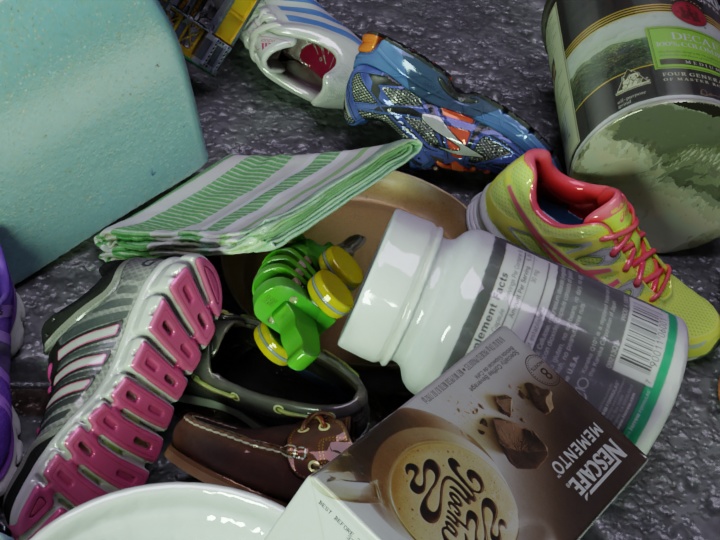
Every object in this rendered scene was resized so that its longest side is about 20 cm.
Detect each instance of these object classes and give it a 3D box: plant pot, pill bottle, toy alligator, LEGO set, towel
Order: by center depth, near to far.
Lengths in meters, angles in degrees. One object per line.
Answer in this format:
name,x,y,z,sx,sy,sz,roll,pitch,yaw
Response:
pill bottle,0.094,0.043,0.936,0.199,0.113,0.113,24,45,-1
toy alligator,-0.036,0.002,0.936,0.054,0.059,0.200,46,21,-11
towel,-0.076,-0.050,1.013,0.199,0.023,0.152,-2,26,49
plant pot,-0.242,-0.152,1.029,0.196,0.201,0.196,-35,58,-29
plant pot,0.000,0.000,1.051,0.199,0.028,0.201,5,45,-5
LEGO set,-0.164,-0.251,1.172,0.200,0.116,0.154,34,3,43

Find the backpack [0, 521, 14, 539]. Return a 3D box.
backpack,-0.278,0.151,0.772,0.199,0.163,0.155,3,66,-5

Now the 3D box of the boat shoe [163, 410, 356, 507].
boat shoe,-0.016,0.120,0.884,0.199,0.071,0.070,21,5,5

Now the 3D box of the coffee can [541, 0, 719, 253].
coffee can,0.220,-0.134,1.135,0.145,0.147,0.201,4,45,-5

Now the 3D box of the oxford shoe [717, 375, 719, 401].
oxford shoe,0.295,0.018,1.044,0.071,0.073,0.201,12,44,4

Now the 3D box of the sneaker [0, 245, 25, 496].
sneaker,-0.249,0.057,0.914,0.080,0.084,0.201,-1,46,-10

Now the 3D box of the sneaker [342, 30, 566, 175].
sneaker,0.073,-0.103,1.142,0.199,0.079,0.075,33,11,6

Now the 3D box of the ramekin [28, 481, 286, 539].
ramekin,-0.093,0.218,0.760,0.199,0.105,0.201,5,45,-5

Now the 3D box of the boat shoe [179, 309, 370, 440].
boat shoe,-0.082,0.056,0.956,0.200,0.061,0.072,25,47,16

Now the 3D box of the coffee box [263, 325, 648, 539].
coffee box,0.052,0.124,0.771,0.113,0.080,0.200,43,37,13

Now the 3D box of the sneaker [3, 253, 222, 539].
sneaker,-0.162,0.073,0.903,0.087,0.074,0.201,13,67,38

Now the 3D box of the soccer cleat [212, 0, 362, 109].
soccer cleat,-0.068,-0.198,1.201,0.200,0.070,0.086,39,34,25

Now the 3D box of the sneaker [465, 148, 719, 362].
sneaker,0.170,-0.011,1.029,0.199,0.090,0.078,33,44,2
